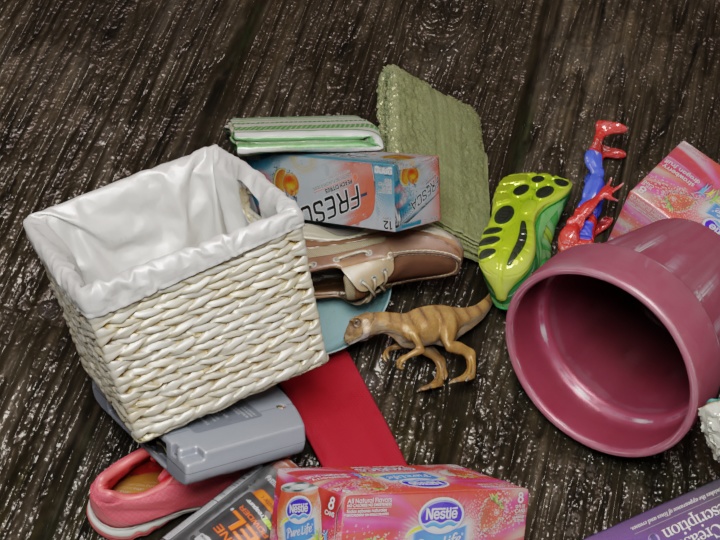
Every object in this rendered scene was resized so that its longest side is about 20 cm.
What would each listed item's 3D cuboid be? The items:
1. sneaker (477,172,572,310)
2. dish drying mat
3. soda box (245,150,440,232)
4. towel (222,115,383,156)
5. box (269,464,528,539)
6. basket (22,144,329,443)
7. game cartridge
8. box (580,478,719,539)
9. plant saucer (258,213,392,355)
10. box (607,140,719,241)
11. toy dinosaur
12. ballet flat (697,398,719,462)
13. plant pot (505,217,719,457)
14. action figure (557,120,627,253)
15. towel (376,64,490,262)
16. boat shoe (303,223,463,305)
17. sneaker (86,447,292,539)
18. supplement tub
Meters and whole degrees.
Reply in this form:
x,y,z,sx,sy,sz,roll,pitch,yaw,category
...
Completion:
x,y,z,sx,sy,sz,roll,pitch,yaw,category
0.163,-0.035,1.299,0.074,0.084,0.200,12,40,20,sneaker
-0.022,0.136,1.215,0.077,0.018,0.200,-20,61,-18,dish drying mat
-0.019,-0.081,1.224,0.199,0.064,0.068,9,17,42,soda box
-0.061,-0.138,1.295,0.152,0.200,0.024,-3,101,-8,towel
0.033,0.217,1.057,0.199,0.100,0.096,5,92,-36,box
-0.159,0.016,1.104,0.199,0.161,0.198,-22,29,-20,basket
-0.140,0.124,1.137,0.133,0.041,0.200,-15,25,-30,game cartridge
0.265,0.285,1.109,0.199,0.079,0.142,-20,65,-15,box
-0.069,0.012,1.270,0.199,0.027,0.201,3,51,-3,plant saucer
0.362,-0.021,1.282,0.200,0.095,0.103,40,60,19,box
0.082,0.057,1.234,0.199,0.060,0.107,-9,83,-33,toy dinosaur
0.359,0.176,1.124,0.072,0.200,0.072,-25,49,31,ballet flat
0.265,0.045,1.196,0.200,0.200,0.179,39,49,19,plant pot
0.239,-0.065,1.323,0.051,0.066,0.200,17,58,15,action figure
0.074,-0.109,1.317,0.148,0.036,0.201,23,52,-37,towel
0.000,0.000,1.228,0.199,0.076,0.072,-2,55,5,boat shoe
-0.148,0.180,1.141,0.199,0.087,0.074,-21,63,-15,sneaker
-0.117,0.254,1.087,0.200,0.107,0.107,-37,67,-22,supplement tub
